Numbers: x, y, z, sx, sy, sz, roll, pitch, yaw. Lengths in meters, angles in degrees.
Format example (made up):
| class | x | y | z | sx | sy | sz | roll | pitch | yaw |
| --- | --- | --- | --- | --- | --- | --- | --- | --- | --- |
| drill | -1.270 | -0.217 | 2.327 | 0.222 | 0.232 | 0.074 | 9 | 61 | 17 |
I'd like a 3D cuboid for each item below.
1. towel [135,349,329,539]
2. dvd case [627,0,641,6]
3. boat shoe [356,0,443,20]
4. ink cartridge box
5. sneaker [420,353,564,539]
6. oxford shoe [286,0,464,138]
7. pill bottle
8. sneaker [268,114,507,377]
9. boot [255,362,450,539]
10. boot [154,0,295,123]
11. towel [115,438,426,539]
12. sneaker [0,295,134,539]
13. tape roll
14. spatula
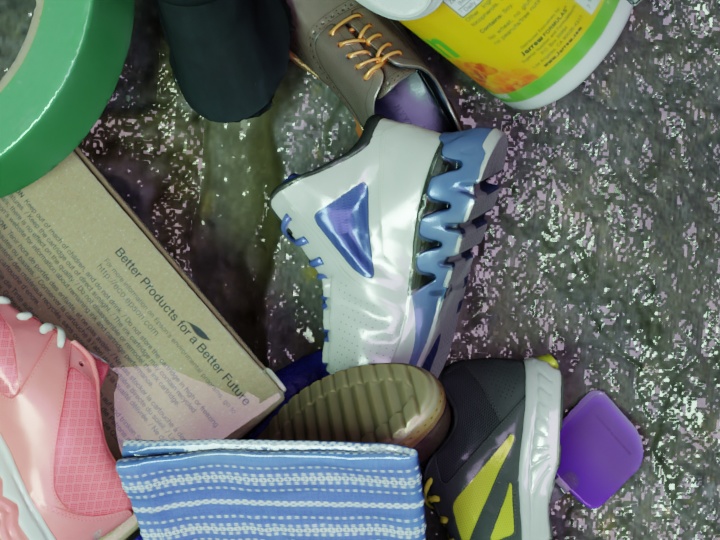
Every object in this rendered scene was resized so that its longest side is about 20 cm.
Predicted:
| class | x | y | z | sx | sy | sz | roll | pitch | yaw |
| --- | --- | --- | --- | --- | --- | --- | --- | --- | --- |
| towel | -0.073 | 0.154 | 0.856 | 0.199 | 0.050 | 0.148 | -27 | 99 | -12 |
| dvd case | 0.104 | -0.234 | 0.819 | 0.149 | 0.200 | 0.016 | 41 | 117 | -14 |
| boat shoe | -0.011 | -0.176 | 0.696 | 0.073 | 0.067 | 0.200 | -17 | 141 | 20 |
| ink cartridge box | -0.164 | 0.048 | 0.788 | 0.165 | 0.075 | 0.200 | -40 | 85 | -11 |
| sneaker | 0.074 | 0.147 | 0.879 | 0.084 | 0.075 | 0.201 | 6 | 72 | 8 |
| oxford shoe | 0.004 | -0.130 | 0.849 | 0.071 | 0.073 | 0.200 | -41 | 102 | -9 |
| pill bottle | 0.051 | -0.189 | 0.822 | 0.200 | 0.111 | 0.111 | 34 | 84 | -26 |
| sneaker | 0.000 | -0.001 | 0.824 | 0.115 | 0.081 | 0.200 | 21 | 100 | 16 |
| boot | 0.012 | 0.136 | 0.787 | 0.166 | 0.073 | 0.200 | 35 | 126 | -31 |
| boot | -0.073 | -0.141 | 0.742 | 0.076 | 0.200 | 0.169 | -17 | 132 | -1 |
| towel | -0.037 | 0.152 | 0.738 | 0.144 | 0.024 | 0.201 | -1 | 137 | 5 |
| sneaker | -0.173 | 0.048 | 0.724 | 0.087 | 0.074 | 0.201 | -25 | 90 | -18 |
| tape roll | -0.215 | -0.135 | 0.749 | 0.199 | 0.048 | 0.202 | -2 | 82 | 18 |
| spatula | 0.098 | 0.160 | 0.916 | 0.200 | 0.021 | 0.057 | -42 | 87 | -6 |
